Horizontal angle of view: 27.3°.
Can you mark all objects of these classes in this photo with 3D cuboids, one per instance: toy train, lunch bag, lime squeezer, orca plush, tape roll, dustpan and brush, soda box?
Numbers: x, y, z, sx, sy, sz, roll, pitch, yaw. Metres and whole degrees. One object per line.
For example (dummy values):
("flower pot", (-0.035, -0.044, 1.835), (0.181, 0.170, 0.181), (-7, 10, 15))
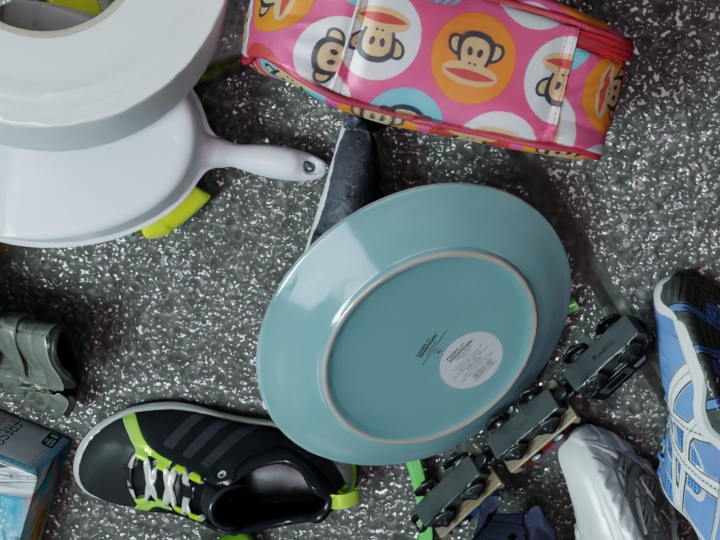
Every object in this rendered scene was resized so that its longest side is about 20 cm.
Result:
("toy train", (0.104, 0.098, 0.911), (0.200, 0.046, 0.034), (-45, 57, 22))
("lunch bag", (0.035, -0.118, 0.808), (0.200, 0.176, 0.082), (14, 97, -9))
("lime squeezer", (0.060, 0.089, 0.939), (0.071, 0.038, 0.200), (29, 110, 0))
("orca plush", (0.000, 0.000, 0.899), (0.071, 0.105, 0.200), (15, 88, -5))
("tape roll", (-0.169, -0.167, 0.797), (0.202, 0.071, 0.203), (1, 84, -7))
("dustpan and brush", (-0.115, -0.074, 0.867), (0.200, 0.057, 0.140), (7, 89, -8))
("soda box", (-0.264, 0.200, 1.021), (0.068, 0.064, 0.200), (21, 111, 4))

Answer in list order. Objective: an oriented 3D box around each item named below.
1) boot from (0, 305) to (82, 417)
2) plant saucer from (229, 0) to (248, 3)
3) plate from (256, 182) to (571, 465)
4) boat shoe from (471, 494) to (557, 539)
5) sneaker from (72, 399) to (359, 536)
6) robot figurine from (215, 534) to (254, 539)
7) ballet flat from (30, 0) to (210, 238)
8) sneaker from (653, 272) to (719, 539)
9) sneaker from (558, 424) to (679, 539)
("boot", (-0.242, 0.028, 0.919), (0.131, 0.200, 0.068), (10, 66, 8))
("plant saucer", (-0.085, -0.256, 0.856), (0.200, 0.036, 0.200), (3, 108, 10))
("plate", (0.038, 0.041, 0.865), (0.200, 0.026, 0.200), (-12, 125, -17))
("boat shoe", (0.102, 0.222, 0.947), (0.075, 0.093, 0.200), (14, 149, 22))
("sneaker", (-0.098, 0.130, 0.957), (0.200, 0.083, 0.072), (-2, 107, 11))
("robot figurine", (-0.082, 0.269, 0.981), (0.200, 0.116, 0.176), (-9, 105, 13))
("ballet flat", (-0.146, -0.117, 0.905), (0.067, 0.067, 0.200), (-22, 106, -5))
("sneaker", (0.209, 0.100, 0.895), (0.077, 0.076, 0.200), (-17, 91, 42))
("sneaker", (0.158, 0.196, 0.937), (0.099, 0.078, 0.200), (-21, 96, 32))
